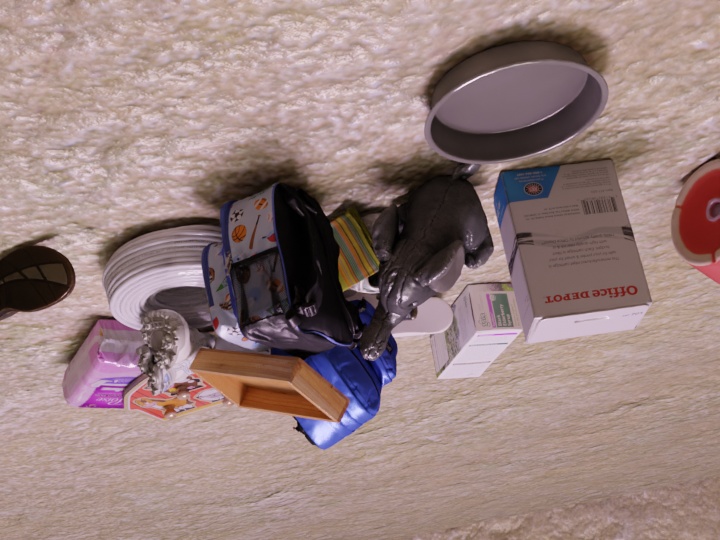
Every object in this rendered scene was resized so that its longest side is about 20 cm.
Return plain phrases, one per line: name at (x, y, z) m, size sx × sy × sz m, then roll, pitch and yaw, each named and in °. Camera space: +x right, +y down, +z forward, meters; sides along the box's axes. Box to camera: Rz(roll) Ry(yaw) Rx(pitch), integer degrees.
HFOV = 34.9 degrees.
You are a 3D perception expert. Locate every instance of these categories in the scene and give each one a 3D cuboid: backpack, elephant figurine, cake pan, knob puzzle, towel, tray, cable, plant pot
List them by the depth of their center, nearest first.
cake pan at (0.163, -0.179, 1.222) m, size 0.198 × 0.037 × 0.201 m, roll -8°, pitch 156°, yaw -3°
backpack at (-0.094, 0.001, 1.338) m, size 0.153 × 0.192 × 0.200 m, roll -11°, pitch 163°, yaw 16°
elephant figurine at (0.070, -0.014, 1.350) m, size 0.141 × 0.156 × 0.200 m, roll -11°, pitch -156°, yaw 40°
tray at (-0.114, 0.139, 1.403) m, size 0.199 × 0.037 × 0.099 m, roll 0°, pitch 145°, yaw 47°
cable at (-0.228, 0.012, 1.458) m, size 0.198 × 0.070 × 0.200 m, roll -6°, pitch 156°, yaw -9°
plant pot at (0.513, -0.052, 1.472) m, size 0.176 × 0.202 × 0.200 m, roll 17°, pitch 146°, yaw -26°
towel at (-0.052, -0.004, 1.475) m, size 0.200 × 0.086 × 0.018 m, roll -32°, pitch 179°, yaw 42°
backpack at (-0.039, 0.129, 1.552) m, size 0.167 × 0.163 × 0.200 m, roll -38°, pitch -171°, yaw 14°
knob puzzle at (-0.264, 0.187, 1.702) m, size 0.218 × 0.031 × 0.220 m, roll -9°, pitch 156°, yaw -4°

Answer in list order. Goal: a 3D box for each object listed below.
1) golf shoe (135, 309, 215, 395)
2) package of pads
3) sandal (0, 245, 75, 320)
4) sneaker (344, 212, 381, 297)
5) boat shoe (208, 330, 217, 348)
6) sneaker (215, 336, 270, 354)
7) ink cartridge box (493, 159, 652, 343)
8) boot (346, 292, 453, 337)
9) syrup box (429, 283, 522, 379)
golf shoe at (-0.233, 0.091, 1.483) m, size 0.097 × 0.079 × 0.200 m, roll -22°, pitch 166°, yaw -23°
package of pads at (-0.357, 0.140, 1.685) m, size 0.120 × 0.076 × 0.200 m, roll 7°, pitch 151°, yaw -27°
sandal at (-0.422, 0.026, 1.412) m, size 0.199 × 0.082 × 0.054 m, roll -25°, pitch 168°, yaw 28°
sneaker at (0.000, 0.000, 1.508) m, size 0.070 × 0.081 × 0.200 m, roll -3°, pitch 157°, yaw -20°
boat shoe at (-0.185, 0.145, 1.768) m, size 0.073 × 0.070 × 0.200 m, roll -21°, pitch 154°, yaw 24°
sneaker at (-0.155, 0.076, 1.540) m, size 0.073 × 0.071 × 0.200 m, roll 17°, pitch -175°, yaw -14°
ink cartridge box at (0.255, -0.024, 1.399) m, size 0.145 × 0.201 × 0.086 m, roll -7°, pitch 156°, yaw -6°
boot at (0.034, 0.071, 1.695) m, size 0.198 × 0.073 × 0.090 m, roll 4°, pitch 174°, yaw -4°
syrup box at (0.178, 0.098, 1.790) m, size 0.081 × 0.079 × 0.200 m, roll -1°, pitch 154°, yaw -17°
